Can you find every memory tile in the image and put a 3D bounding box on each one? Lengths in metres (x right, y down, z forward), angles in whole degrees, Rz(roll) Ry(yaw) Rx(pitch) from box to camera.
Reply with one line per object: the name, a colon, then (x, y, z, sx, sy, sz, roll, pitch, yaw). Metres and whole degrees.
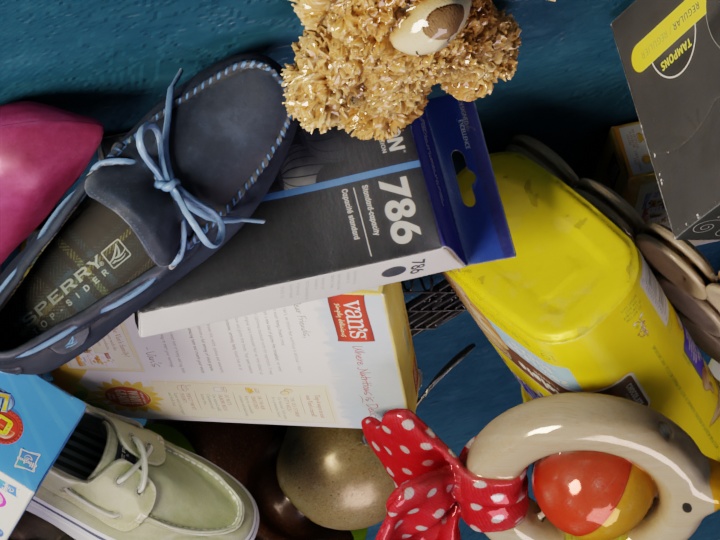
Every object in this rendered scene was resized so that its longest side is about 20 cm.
memory tile: (0.167, 0.003, 1.495, 0.017, 0.200, 0.153, -48, 148, -7)

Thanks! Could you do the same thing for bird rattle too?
bird rattle: (0.104, 0.115, 1.452, 0.200, 0.113, 0.163, 36, 129, -16)

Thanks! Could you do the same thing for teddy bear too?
teddy bear: (0.028, -0.109, 1.263, 0.144, 0.067, 0.200, -13, 161, -14)

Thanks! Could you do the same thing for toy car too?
toy car: (-0.024, 0.102, 1.663, 0.200, 0.158, 0.164, -38, 173, 27)

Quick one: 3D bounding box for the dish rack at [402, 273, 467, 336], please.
dish rack: (0.000, 0.000, 1.563, 0.199, 0.055, 0.153, 2, 156, -44)

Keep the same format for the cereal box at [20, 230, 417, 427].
cereal box: (-0.074, 0.033, 1.468, 0.198, 0.040, 0.144, 2, 148, 9)

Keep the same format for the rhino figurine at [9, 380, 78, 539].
rhino figurine: (-0.184, 0.114, 1.590, 0.087, 0.200, 0.060, 30, 114, -17)

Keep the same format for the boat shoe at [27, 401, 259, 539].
boat shoe: (-0.143, 0.111, 1.492, 0.199, 0.072, 0.062, 20, 152, -17)

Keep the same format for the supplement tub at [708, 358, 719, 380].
supplement tub: (0.310, 0.073, 1.845, 0.144, 0.146, 0.200, -13, 161, -6)

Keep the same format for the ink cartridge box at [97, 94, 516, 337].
ink cartridge box: (-0.026, -0.037, 1.372, 0.199, 0.100, 0.039, -13, 159, -9)

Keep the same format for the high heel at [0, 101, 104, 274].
high heel: (-0.172, -0.021, 1.362, 0.095, 0.068, 0.200, -5, 147, -6)

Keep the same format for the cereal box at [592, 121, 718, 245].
cereal box: (0.233, -0.061, 1.584, 0.199, 0.040, 0.144, -12, 160, -9)

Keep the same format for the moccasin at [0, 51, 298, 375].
moccasin: (-0.102, -0.020, 1.293, 0.200, 0.080, 0.068, -49, 179, 3)

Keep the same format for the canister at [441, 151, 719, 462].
canister: (0.125, 0.037, 1.503, 0.087, 0.148, 0.200, -44, 139, -6)

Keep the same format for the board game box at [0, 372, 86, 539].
board game box: (-0.255, 0.074, 1.398, 0.195, 0.056, 0.200, 32, 150, -3)

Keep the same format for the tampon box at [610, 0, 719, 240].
tampon box: (0.255, -0.103, 1.354, 0.199, 0.127, 0.150, -2, 156, -31)
